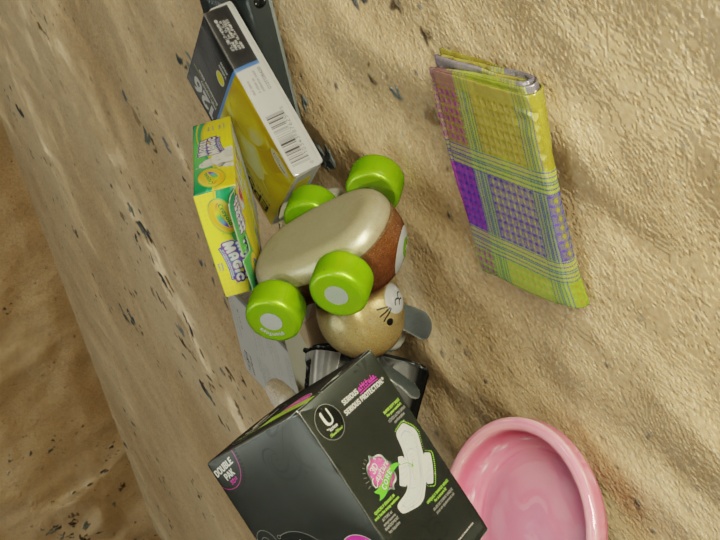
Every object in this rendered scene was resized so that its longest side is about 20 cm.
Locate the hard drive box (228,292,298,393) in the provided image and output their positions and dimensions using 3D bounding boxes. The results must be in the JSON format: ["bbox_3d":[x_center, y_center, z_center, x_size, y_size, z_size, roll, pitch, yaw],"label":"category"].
[{"bbox_3d":[-0.087,0.106,1.605,0.200,0.076,0.157,42,151,45],"label":"hard drive box"}]

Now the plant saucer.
[{"bbox_3d":[0.153,0.235,1.121,0.199,0.050,0.204,-13,74,52],"label":"plant saucer"}]

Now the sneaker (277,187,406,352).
[{"bbox_3d":[0.000,0.000,1.290,0.086,0.075,0.201,-25,114,27],"label":"sneaker"}]

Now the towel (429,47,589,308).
[{"bbox_3d":[0.118,-0.073,0.981,0.143,0.023,0.202,28,140,56],"label":"towel"}]

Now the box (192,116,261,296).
[{"bbox_3d":[-0.132,-0.061,1.244,0.201,0.048,0.119,-108,3,-61],"label":"box"}]

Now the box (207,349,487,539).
[{"bbox_3d":[-0.013,0.206,1.127,0.148,0.124,0.201,-32,91,41],"label":"box"}]

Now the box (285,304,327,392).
[{"bbox_3d":[-0.034,0.072,1.418,0.078,0.094,0.202,36,148,49],"label":"box"}]

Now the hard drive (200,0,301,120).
[{"bbox_3d":[-0.121,-0.232,1.345,0.139,0.033,0.202,36,146,50],"label":"hard drive"}]

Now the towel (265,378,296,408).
[{"bbox_3d":[-0.042,0.223,1.471,0.201,0.034,0.132,59,167,-25],"label":"towel"}]

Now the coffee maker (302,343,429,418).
[{"bbox_3d":[0.011,0.196,1.321,0.134,0.190,0.203,-12,61,59],"label":"coffee maker"}]

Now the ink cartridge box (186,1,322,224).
[{"bbox_3d":[-0.122,-0.154,1.334,0.199,0.047,0.200,59,156,9],"label":"ink cartridge box"}]

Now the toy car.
[{"bbox_3d":[0.010,0.027,1.182,0.156,0.165,0.200,-21,124,34],"label":"toy car"}]
